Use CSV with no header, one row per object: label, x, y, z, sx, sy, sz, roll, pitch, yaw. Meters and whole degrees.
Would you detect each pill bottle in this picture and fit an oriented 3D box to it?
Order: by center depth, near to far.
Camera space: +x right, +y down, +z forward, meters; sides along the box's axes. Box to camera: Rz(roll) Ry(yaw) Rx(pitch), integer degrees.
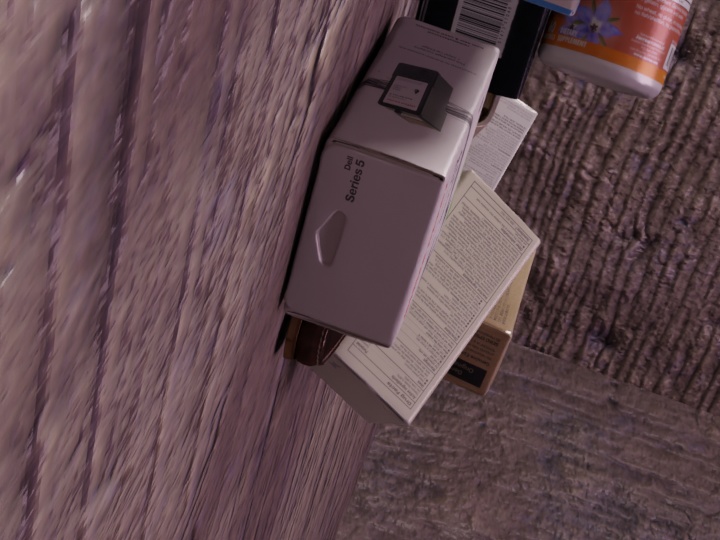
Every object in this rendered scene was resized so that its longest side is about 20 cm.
pill bottle,0.231,-0.257,1.271,0.112,0.111,0.202,-27,135,-83

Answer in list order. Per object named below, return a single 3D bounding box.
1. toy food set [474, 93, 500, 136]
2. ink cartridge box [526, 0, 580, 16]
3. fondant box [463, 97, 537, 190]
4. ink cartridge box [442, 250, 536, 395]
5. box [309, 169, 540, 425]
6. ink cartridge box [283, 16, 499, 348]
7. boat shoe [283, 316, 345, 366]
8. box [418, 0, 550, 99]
toy food set,0.093,-0.183,1.541,0.143,0.060,0.201,-44,-162,51
ink cartridge box,0.118,-0.279,1.019,0.200,0.127,0.126,-62,171,-59
fondant box,0.100,-0.096,1.604,0.201,0.058,0.144,-59,-170,2
ink cartridge box,0.069,0.013,1.405,0.200,0.163,0.076,-61,172,-62
box,0.049,0.023,1.246,0.200,0.095,0.078,-51,-163,-20
ink cartridge box,0.024,-0.065,1.053,0.200,0.083,0.146,-65,172,-54
boat shoe,0.000,0.000,1.141,0.071,0.070,0.201,106,7,-45
box,0.127,-0.273,1.309,0.201,0.103,0.149,-67,173,-47
